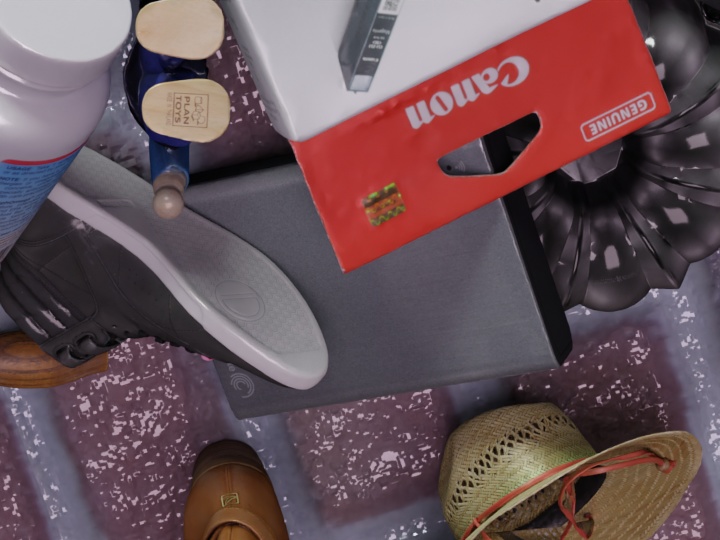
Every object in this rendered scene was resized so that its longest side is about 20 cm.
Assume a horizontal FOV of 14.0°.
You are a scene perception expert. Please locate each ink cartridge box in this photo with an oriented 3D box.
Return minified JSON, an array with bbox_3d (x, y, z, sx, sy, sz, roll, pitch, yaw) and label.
[{"bbox_3d":[0.048,-0.112,1.459,0.200,0.044,0.174,-26,107,-10],"label":"ink cartridge box"}]

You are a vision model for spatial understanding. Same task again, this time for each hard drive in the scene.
[{"bbox_3d":[0.000,0.000,1.573,0.200,0.033,0.140,-10,110,27],"label":"hard drive"}]

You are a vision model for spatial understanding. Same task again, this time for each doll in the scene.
[{"bbox_3d":[-0.096,-0.094,1.490,0.048,0.200,0.137,-4,94,-6],"label":"doll"}]

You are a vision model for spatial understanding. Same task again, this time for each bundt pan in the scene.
[{"bbox_3d":[0.122,-0.064,1.583,0.201,0.076,0.202,-1,109,-4],"label":"bundt pan"}]

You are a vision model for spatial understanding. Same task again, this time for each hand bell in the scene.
[{"bbox_3d":[-0.237,0.049,1.600,0.200,0.104,0.104,-1,109,-18],"label":"hand bell"}]

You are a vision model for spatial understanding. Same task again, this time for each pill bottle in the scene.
[{"bbox_3d":[-0.192,-0.081,1.476,0.109,0.109,0.200,29,137,-13],"label":"pill bottle"}]

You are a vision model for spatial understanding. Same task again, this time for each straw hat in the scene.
[{"bbox_3d":[0.089,0.120,1.632,0.201,0.201,0.085,-37,66,8],"label":"straw hat"}]

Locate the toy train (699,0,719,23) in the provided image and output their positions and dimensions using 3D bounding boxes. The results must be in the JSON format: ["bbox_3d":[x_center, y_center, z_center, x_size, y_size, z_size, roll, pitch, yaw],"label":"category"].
[{"bbox_3d":[0.204,-0.152,1.562,0.200,0.034,0.046,23,68,-25],"label":"toy train"}]

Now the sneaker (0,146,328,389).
[{"bbox_3d":[-0.110,0.022,1.572,0.200,0.071,0.099,35,122,12],"label":"sneaker"}]

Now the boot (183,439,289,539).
[{"bbox_3d":[-0.057,0.205,1.614,0.077,0.155,0.200,-4,109,-4],"label":"boot"}]
